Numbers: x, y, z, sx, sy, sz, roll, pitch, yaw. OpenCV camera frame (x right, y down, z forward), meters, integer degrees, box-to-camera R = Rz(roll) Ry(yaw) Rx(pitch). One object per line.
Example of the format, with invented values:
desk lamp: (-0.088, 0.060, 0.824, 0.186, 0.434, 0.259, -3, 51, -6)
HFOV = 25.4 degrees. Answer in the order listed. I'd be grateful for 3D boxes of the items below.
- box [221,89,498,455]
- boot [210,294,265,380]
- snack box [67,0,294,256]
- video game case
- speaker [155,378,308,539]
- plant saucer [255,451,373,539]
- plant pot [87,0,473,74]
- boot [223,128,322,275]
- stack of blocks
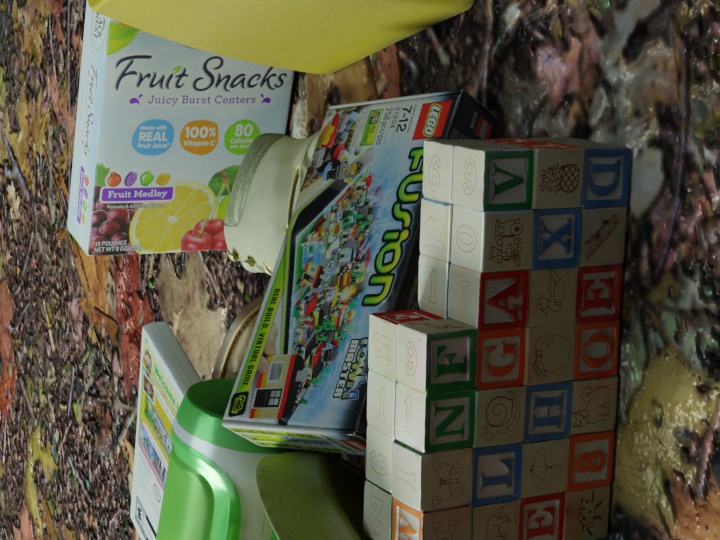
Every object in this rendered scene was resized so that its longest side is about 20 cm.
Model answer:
box: (0.000, 0.000, 0.877, 0.110, 0.035, 0.201, -2, 63, 46)
boot: (-0.063, 0.112, 1.117, 0.075, 0.073, 0.201, 30, 125, 35)
snack box: (-0.122, -0.112, 1.099, 0.053, 0.141, 0.202, 44, 130, 51)
video game case: (-0.117, 0.165, 1.121, 0.200, 0.022, 0.183, 51, 141, 48)
speaker: (-0.085, 0.172, 0.963, 0.088, 0.088, 0.202, 34, 117, 56)
plant saucer: (0.022, 0.168, 0.862, 0.031, 0.200, 0.200, -43, 45, 7)
plant pot: (-0.065, -0.234, 0.942, 0.200, 0.175, 0.202, -12, 82, 61)
boot: (-0.034, 0.007, 1.026, 0.154, 0.072, 0.202, 3, 91, 61)
stack of blocks: (0.066, 0.037, 0.793, 0.058, 0.114, 0.202, 20, 110, 59)
